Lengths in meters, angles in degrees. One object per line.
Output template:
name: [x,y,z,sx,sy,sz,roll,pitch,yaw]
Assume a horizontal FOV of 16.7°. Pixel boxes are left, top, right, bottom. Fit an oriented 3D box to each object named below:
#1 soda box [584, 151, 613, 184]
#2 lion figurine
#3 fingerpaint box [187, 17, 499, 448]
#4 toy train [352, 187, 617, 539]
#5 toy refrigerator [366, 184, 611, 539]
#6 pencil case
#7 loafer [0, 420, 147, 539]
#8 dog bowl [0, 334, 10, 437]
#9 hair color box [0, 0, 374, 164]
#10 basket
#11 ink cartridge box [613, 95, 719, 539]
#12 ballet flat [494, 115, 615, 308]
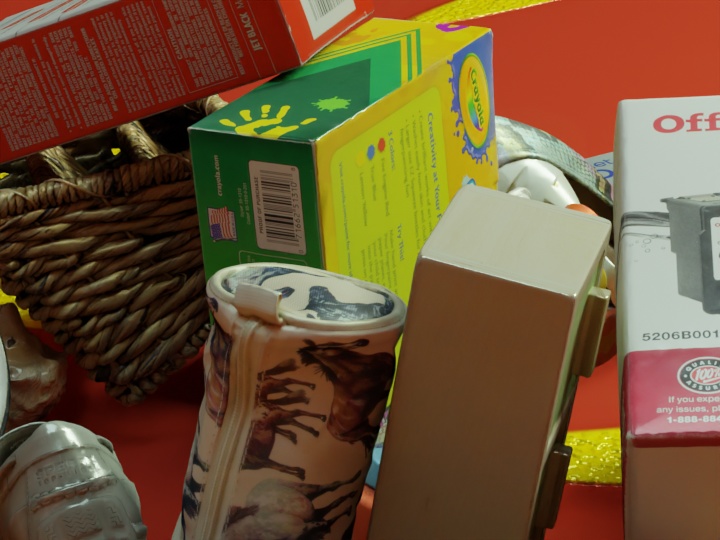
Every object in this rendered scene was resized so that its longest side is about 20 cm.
soda box: [0.206,-0.042,1.397,0.200,0.064,0.068,-15,26,-22]
lion figurine: [-0.236,0.087,1.191,0.122,0.073,0.200,16,44,19]
fingerpaint box: [0.000,0.000,1.166,0.073,0.200,0.167,9,27,30]
toy train: [0.057,0.063,1.088,0.056,0.200,0.150,33,13,20]
toy refrigerator: [0.048,0.076,0.977,0.070,0.200,0.076,14,27,11]
pencil case: [-0.039,0.090,0.965,0.078,0.200,0.089,21,22,20]
loafer: [-0.130,0.099,1.046,0.070,0.070,0.200,-17,-4,-18]
dog bowl: [-0.258,0.072,1.108,0.200,0.074,0.200,3,56,-4]
hair color box: [-0.106,-0.112,1.200,0.200,0.064,0.111,-15,14,24]
basket: [-0.130,-0.048,1.281,0.143,0.149,0.200,-43,18,4]
ink cartridge box: [0.179,0.018,1.016,0.145,0.083,0.200,-2,46,6]
ballet flat: [0.107,-0.020,1.267,0.200,0.069,0.071,28,18,-33]
